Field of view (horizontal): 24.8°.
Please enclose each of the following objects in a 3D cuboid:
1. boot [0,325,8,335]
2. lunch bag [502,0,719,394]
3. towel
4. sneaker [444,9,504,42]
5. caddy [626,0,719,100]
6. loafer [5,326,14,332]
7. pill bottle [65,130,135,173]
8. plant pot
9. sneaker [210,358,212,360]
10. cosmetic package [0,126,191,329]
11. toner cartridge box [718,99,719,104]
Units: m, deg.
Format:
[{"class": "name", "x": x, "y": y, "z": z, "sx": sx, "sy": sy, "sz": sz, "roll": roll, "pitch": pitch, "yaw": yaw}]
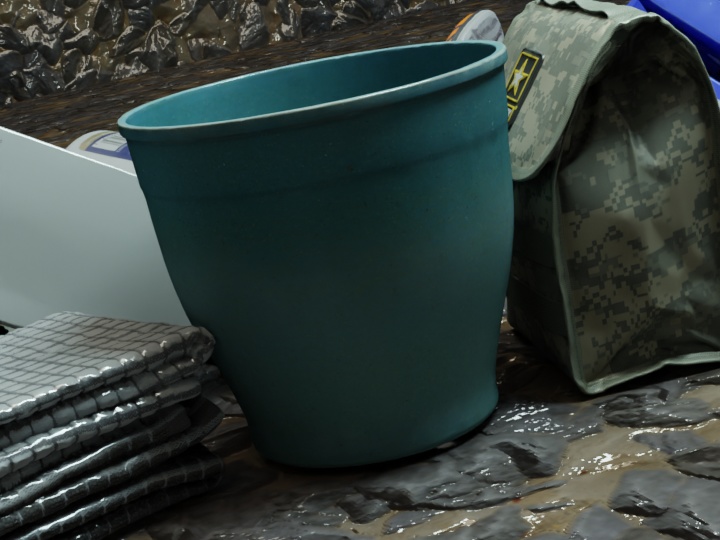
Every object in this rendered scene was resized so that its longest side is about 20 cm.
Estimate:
[{"class": "boot", "x": -0.290, "y": 0.084, "z": 0.930, "sx": 0.158, "sy": 0.080, "sz": 0.211, "roll": -9, "pitch": 13, "yaw": 10}, {"class": "lunch bag", "x": 0.129, "y": -0.053, "z": 0.907, "sx": 0.117, "sy": 0.200, "sz": 0.164, "roll": -12, "pitch": 14, "yaw": -8}, {"class": "towel", "x": -0.183, "y": 0.091, "z": 0.818, "sx": 0.200, "sy": 0.086, "sz": 0.165, "roll": -23, "pitch": 16, "yaw": -36}, {"class": "sneaker", "x": 0.037, "y": -0.137, "z": 1.324, "sx": 0.112, "sy": 0.078, "sz": 0.200, "roll": 8, "pitch": 53, "yaw": 34}, {"class": "caddy", "x": 0.261, "y": -0.157, "z": 1.238, "sx": 0.200, "sy": 0.141, "sz": 0.105, "roll": 42, "pitch": 8, "yaw": 35}, {"class": "loafer", "x": -0.259, "y": 0.021, "z": 1.143, "sx": 0.075, "sy": 0.070, "sz": 0.200, "roll": -34, "pitch": 9, "yaw": 15}, {"class": "pill bottle", "x": -0.124, "y": -0.034, "z": 1.188, "sx": 0.200, "sy": 0.111, "sz": 0.111, "roll": 13, "pitch": 25, "yaw": 33}, {"class": "plant pot", "x": -0.008, "y": -0.006, "z": 0.847, "sx": 0.200, "sy": 0.188, "sz": 0.200, "roll": -10, "pitch": 13, "yaw": 2}, {"class": "sneaker", "x": -0.124, "y": 0.008, "z": 1.098, "sx": 0.200, "sy": 0.086, "sz": 0.080, "roll": -3, "pitch": 14, "yaw": 33}, {"class": "cosmetic package", "x": -0.184, "y": -0.016, "z": 0.973, "sx": 0.200, "sy": 0.113, "sz": 0.081, "roll": 21, "pitch": -4, "yaw": -18}, {"class": "toner cartridge box", "x": 0.233, "y": -0.047, "z": 1.022, "sx": 0.043, "sy": 0.095, "sz": 0.200, "roll": -10, "pitch": 14, "yaw": 0}]
